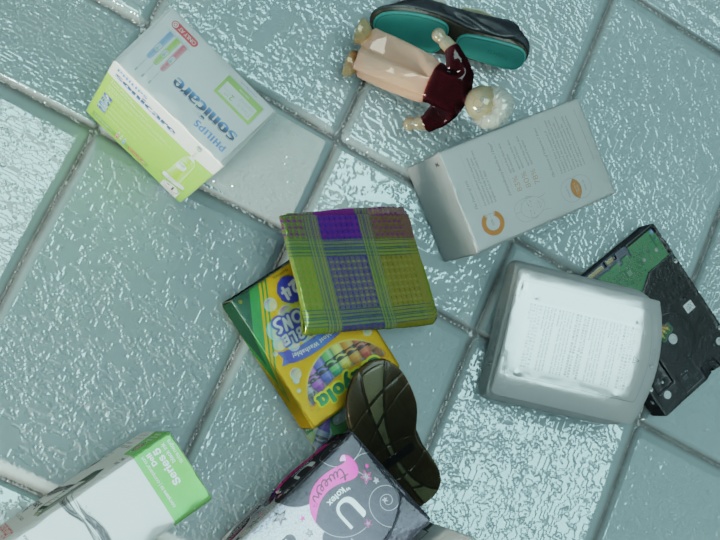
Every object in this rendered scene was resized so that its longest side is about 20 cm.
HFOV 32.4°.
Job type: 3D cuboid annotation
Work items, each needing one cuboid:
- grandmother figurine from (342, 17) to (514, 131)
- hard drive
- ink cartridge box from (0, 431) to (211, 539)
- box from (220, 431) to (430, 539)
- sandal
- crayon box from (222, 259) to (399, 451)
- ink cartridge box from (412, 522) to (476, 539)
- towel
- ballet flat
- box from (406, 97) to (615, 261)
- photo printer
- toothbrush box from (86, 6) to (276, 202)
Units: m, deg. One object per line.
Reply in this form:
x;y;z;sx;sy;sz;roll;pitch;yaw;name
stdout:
0.081;-0.213;1.422;0.200;0.061;0.121;23;120;9;grandmother figurine
0.363;0.062;1.543;0.140;0.038;0.200;-38;98;-20;hard drive
-0.265;0.248;1.236;0.200;0.145;0.084;-33;95;-21;ink cartridge box
-0.048;0.284;1.314;0.200;0.115;0.132;-43;92;-16;box
0.033;0.180;1.386;0.082;0.055;0.200;-32;121;-9;sandal
-0.046;0.086;1.385;0.126;0.052;0.200;-34;96;-20;crayon box
0.095;0.352;1.327;0.084;0.200;0.146;-36;96;-17;ink cartridge box
0.000;0.000;1.383;0.200;0.023;0.144;-5;75;-41;towel
0.107;-0.292;1.483;0.200;0.073;0.073;12;80;-12;ballet flat
0.177;-0.106;1.464;0.200;0.097;0.125;-23;92;-21;box
0.253;0.089;1.460;0.200;0.069;0.167;12;90;-8;photo printer
-0.191;-0.165;1.283;0.146;0.200;0.086;44;72;-9;toothbrush box
